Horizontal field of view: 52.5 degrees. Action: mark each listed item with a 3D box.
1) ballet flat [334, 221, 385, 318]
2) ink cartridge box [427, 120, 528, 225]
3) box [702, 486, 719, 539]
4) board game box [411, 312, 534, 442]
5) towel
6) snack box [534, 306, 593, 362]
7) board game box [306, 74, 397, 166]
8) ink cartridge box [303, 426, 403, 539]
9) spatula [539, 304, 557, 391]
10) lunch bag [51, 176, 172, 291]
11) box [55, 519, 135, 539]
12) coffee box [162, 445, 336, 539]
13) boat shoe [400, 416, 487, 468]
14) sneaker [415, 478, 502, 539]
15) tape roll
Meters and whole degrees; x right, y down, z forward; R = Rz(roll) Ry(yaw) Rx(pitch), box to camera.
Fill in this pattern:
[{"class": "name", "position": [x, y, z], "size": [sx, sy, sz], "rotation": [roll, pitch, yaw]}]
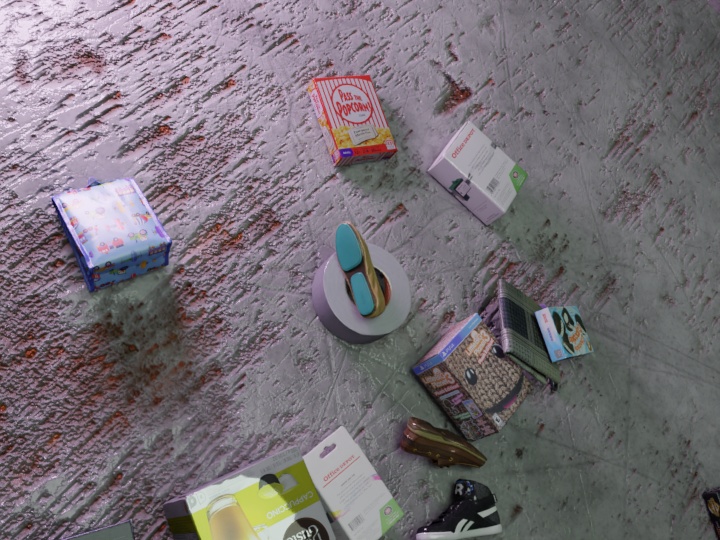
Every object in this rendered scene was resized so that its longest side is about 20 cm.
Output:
[{"class": "ballet flat", "position": [0.000, 0.000, 1.452], "size": [0.063, 0.068, 0.201], "rotation": [2, 70, -56]}, {"class": "ink cartridge box", "position": [0.279, -0.232, 1.735], "size": [0.200, 0.084, 0.146], "rotation": [41, 58, -6]}, {"class": "box", "position": [0.918, 0.612, 1.744], "size": [0.158, 0.046, 0.201], "rotation": [-7, 74, -28]}, {"class": "board game box", "position": [0.235, 0.221, 1.517], "size": [0.200, 0.097, 0.159], "rotation": [51, 50, 0]}, {"class": "towel", "position": [0.363, 0.137, 1.594], "size": [0.200, 0.034, 0.193], "rotation": [32, 43, -34]}, {"class": "snack box", "position": [0.465, 0.142, 1.660], "size": [0.200, 0.037, 0.117], "rotation": [2, 68, -56]}, {"class": "board game box", "position": [-0.019, -0.341, 1.652], "size": [0.151, 0.046, 0.201], "rotation": [-13, 77, -30]}, {"class": "ink cartridge box", "position": [-0.028, 0.402, 1.342], "size": [0.117, 0.067, 0.201], "rotation": [-32, 88, -32]}, {"class": "spatula", "position": [0.427, 0.178, 1.685], "size": [0.056, 0.021, 0.201], "rotation": [-1, 72, -30]}, {"class": "lunch bag", "position": [-0.454, -0.087, 1.321], "size": [0.150, 0.094, 0.201], "rotation": [-21, 72, -29]}, {"class": "box", "position": [-0.424, 0.495, 1.075], "size": [0.199, 0.124, 0.198], "rotation": [-8, 76, -28]}, {"class": "coffee box", "position": [-0.179, 0.424, 1.180], "size": [0.199, 0.200, 0.199], "rotation": [-18, 80, -30]}, {"class": "boat shoe", "position": [0.165, 0.358, 1.464], "size": [0.199, 0.072, 0.068], "rotation": [27, 94, -24]}, {"class": "sneaker", "position": [0.183, 0.467, 1.426], "size": [0.199, 0.073, 0.113], "rotation": [6, 64, -33]}, {"class": "tape roll", "position": [0.004, 0.046, 1.500], "size": [0.199, 0.066, 0.201], "rotation": [9, 67, -22]}]
